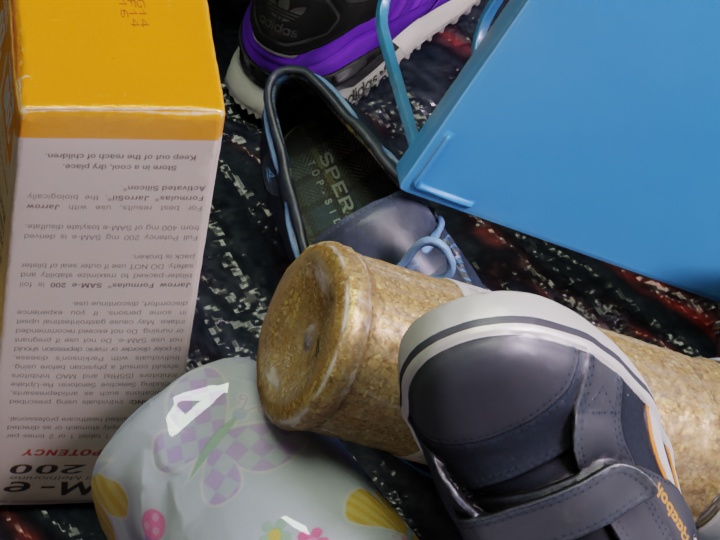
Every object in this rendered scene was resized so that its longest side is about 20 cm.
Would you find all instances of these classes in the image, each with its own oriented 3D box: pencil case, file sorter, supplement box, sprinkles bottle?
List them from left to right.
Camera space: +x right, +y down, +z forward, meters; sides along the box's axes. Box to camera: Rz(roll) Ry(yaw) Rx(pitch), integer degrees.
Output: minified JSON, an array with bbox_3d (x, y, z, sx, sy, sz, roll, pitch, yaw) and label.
[{"bbox_3d":[-0.102,-0.025,0.957,0.073,0.201,0.126,0,44,-13],"label":"supplement box"},{"bbox_3d":[-0.015,0.122,0.906,0.091,0.083,0.200,-43,57,3],"label":"pencil case"},{"bbox_3d":[0.063,0.047,0.938,0.199,0.068,0.068,16,40,-26],"label":"sprinkles bottle"},{"bbox_3d":[0.125,-0.090,1.050,0.199,0.139,0.123,19,36,-25],"label":"file sorter"}]

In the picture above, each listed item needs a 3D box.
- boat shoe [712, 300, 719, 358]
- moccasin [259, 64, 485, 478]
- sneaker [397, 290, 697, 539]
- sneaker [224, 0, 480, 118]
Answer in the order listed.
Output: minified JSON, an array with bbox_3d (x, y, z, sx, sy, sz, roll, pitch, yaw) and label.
[{"bbox_3d":[0.234,0.034,1.044,0.199,0.070,0.071,3,82,-13],"label":"boat shoe"},{"bbox_3d":[0.000,0.000,1.028,0.080,0.068,0.200,-32,52,-3],"label":"moccasin"},{"bbox_3d":[0.076,0.089,0.879,0.078,0.200,0.080,-21,46,15],"label":"sneaker"},{"bbox_3d":[0.015,-0.153,1.167,0.069,0.100,0.200,27,49,15],"label":"sneaker"}]
